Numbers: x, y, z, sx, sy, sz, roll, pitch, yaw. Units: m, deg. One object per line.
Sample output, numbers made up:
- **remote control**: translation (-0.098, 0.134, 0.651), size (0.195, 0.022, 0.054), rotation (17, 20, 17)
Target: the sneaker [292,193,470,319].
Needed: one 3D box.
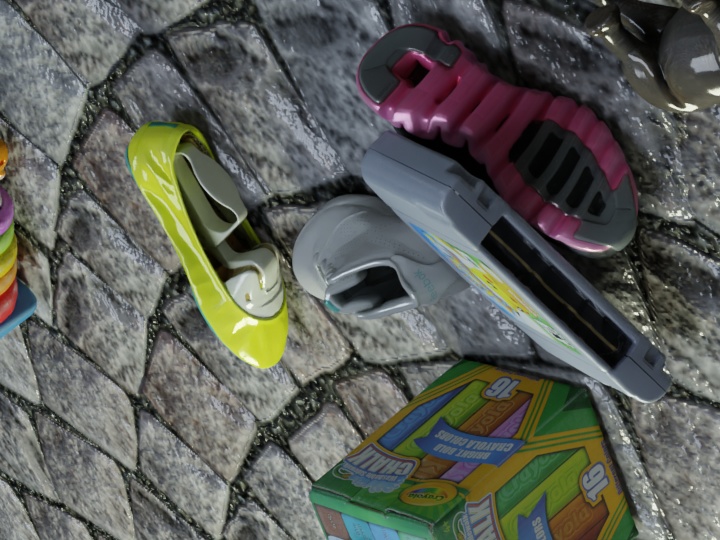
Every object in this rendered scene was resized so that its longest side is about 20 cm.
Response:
- **sneaker**: translation (0.000, 0.000, 1.693), size (0.200, 0.088, 0.075), rotation (-8, 118, 57)

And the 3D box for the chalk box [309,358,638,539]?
- **chalk box**: translation (0.060, 0.170, 1.686), size (0.124, 0.200, 0.125), rotation (12, 133, 48)

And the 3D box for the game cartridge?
- **game cartridge**: translation (0.088, -0.002, 1.538), size (0.200, 0.040, 0.133), rotation (42, 178, -26)

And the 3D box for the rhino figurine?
- **rhino figurine**: translation (0.198, -0.123, 1.316), size (0.087, 0.060, 0.200), rotation (42, 155, -26)

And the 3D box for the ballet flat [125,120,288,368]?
- **ballet flat**: translation (-0.096, -0.019, 1.832), size (0.067, 0.067, 0.200), rotation (-15, 110, 43)

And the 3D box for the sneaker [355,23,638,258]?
- **sneaker**: translation (0.087, -0.066, 1.536), size (0.200, 0.079, 0.095), rotation (39, 164, 26)

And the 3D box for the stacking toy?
- **stacking toy**: translation (-0.316, -0.035, 2.088), size (0.110, 0.116, 0.200), rotation (38, 136, 16)
